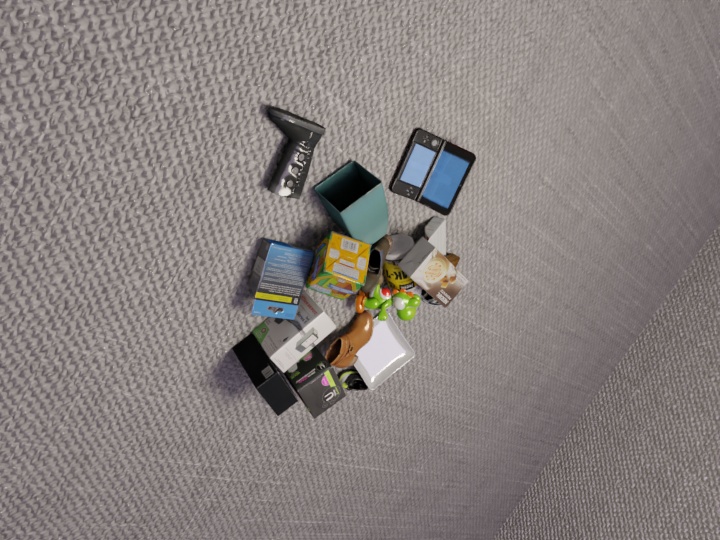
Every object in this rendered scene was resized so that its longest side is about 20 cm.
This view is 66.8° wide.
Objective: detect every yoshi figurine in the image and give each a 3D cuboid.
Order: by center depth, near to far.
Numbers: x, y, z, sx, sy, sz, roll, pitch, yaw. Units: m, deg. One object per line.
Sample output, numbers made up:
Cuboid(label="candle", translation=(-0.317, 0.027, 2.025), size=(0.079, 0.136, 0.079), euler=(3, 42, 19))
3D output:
Cuboid(label="yoshi figurine", translation=(0.090, 0.114, 1.702), size=(0.112, 0.198, 0.113), euler=(54, 41, -63))

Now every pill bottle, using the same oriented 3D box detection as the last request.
Cuboid(label="pill bottle", translation=(0.130, -0.003, 1.718), size=(0.114, 0.114, 0.201), euler=(-30, 129, -16))

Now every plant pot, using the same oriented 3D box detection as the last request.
Cuboid(label="plant pot", translation=(-0.006, -0.164, 1.515), size=(0.141, 0.141, 0.201), euler=(-37, 139, -10))

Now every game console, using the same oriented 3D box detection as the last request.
Cuboid(label="game console", translation=(0.211, -0.287, 1.602), size=(0.171, 0.119, 0.201), euler=(12, 108, -39))

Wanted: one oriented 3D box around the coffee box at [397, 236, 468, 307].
Cuboid(label="coffee box", translation=(0.218, 0.008, 1.627), size=(0.115, 0.080, 0.200), euler=(-48, 129, 3))

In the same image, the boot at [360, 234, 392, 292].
Cuboid(label="boot", translation=(0.029, -0.008, 1.605), size=(0.201, 0.074, 0.097), euler=(-70, 170, 26))

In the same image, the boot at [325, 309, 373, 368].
Cuboid(label="boot", translation=(-0.033, 0.214, 1.713), size=(0.154, 0.073, 0.202), euler=(23, 86, -63))

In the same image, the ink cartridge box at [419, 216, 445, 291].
Cuboid(label="ink cartridge box", translation=(0.214, -0.053, 1.734), size=(0.200, 0.047, 0.161), euler=(-45, 140, -42))

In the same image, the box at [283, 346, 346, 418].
Cuboid(label="box", translation=(-0.157, 0.312, 1.650), size=(0.124, 0.200, 0.149), euler=(-33, 130, -14))

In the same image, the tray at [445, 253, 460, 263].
Cuboid(label="tray", translation=(0.279, 0.003, 1.805), size=(0.099, 0.037, 0.200), euler=(-65, 165, 15))

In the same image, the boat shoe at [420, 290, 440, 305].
Cuboid(label="boat shoe", translation=(0.243, 0.081, 1.875), size=(0.072, 0.068, 0.200), euler=(-52, 132, 3))

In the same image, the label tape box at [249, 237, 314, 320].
Cuboid(label="label tape box", translation=(-0.225, 0.025, 1.505), size=(0.143, 0.063, 0.202), euler=(12, 100, -38))

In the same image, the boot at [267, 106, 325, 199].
Cuboid(label="boot", translation=(-0.191, -0.289, 1.367), size=(0.164, 0.066, 0.201), euler=(13, 113, -37))

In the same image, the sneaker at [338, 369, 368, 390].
Cuboid(label="sneaker", translation=(0.010, 0.390, 1.889), size=(0.199, 0.083, 0.072), euler=(3, 115, -36))

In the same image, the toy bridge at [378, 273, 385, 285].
Cuboid(label="toy bridge", translation=(0.000, 0.000, 1.688), size=(0.199, 0.027, 0.068), euler=(10, 109, -37))

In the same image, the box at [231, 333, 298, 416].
Cuboid(label="box", translation=(-0.273, 0.295, 1.559), size=(0.079, 0.200, 0.142), euler=(-37, 130, -10))

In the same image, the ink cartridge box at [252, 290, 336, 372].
Cuboid(label="ink cartridge box", translation=(-0.192, 0.171, 1.578), size=(0.200, 0.145, 0.084), euler=(-40, 130, -8))

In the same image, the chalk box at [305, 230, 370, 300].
Cuboid(label="chalk box", translation=(-0.072, -0.002, 1.529), size=(0.124, 0.200, 0.125), euler=(18, 64, -17))

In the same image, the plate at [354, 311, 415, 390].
Cuboid(label="plate", translation=(0.058, 0.268, 1.845), size=(0.199, 0.032, 0.200), euler=(-37, 105, -10))
